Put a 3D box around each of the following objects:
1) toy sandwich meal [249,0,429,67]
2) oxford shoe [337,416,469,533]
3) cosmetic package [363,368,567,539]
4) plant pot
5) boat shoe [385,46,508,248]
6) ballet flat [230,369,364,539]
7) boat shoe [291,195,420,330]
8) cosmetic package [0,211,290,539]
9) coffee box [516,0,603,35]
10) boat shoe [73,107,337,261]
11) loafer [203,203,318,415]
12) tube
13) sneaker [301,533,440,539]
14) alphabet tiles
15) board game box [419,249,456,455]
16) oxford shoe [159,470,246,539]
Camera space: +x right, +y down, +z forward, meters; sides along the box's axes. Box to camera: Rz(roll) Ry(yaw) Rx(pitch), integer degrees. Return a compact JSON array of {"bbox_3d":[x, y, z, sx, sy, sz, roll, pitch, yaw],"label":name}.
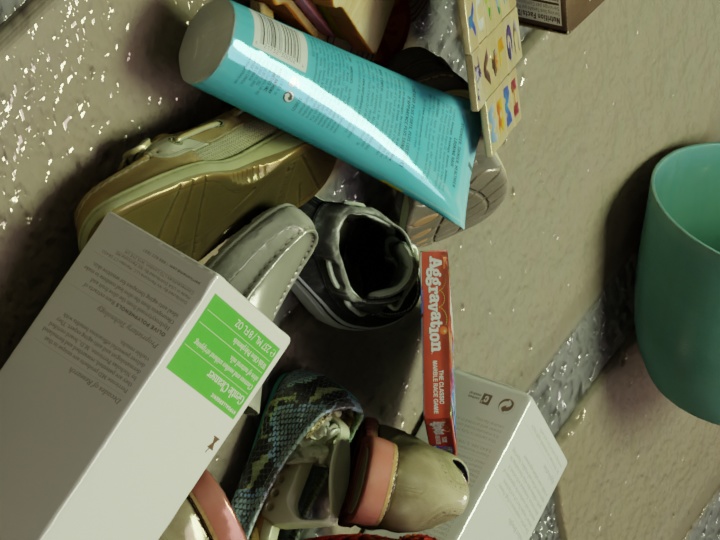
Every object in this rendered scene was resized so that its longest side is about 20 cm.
[{"bbox_3d":[0.005,-0.184,1.630,0.205,0.070,0.206,-34,131,-51],"label":"toy sandwich meal"},{"bbox_3d":[0.028,0.137,1.760,0.200,0.075,0.071,-121,-135,-86],"label":"oxford shoe"},{"bbox_3d":[0.059,0.181,1.907,0.200,0.074,0.102,-59,147,-20],"label":"cosmetic package"},{"bbox_3d":[0.296,0.022,2.117,0.201,0.200,0.161,-31,143,-50],"label":"plant pot"},{"bbox_3d":[0.047,-0.079,1.744,0.074,0.073,0.200,-20,158,-9],"label":"boat shoe"},{"bbox_3d":[-0.051,0.159,1.713,0.074,0.074,0.200,28,80,-60],"label":"ballet flat"},{"bbox_3d":[0.000,0.000,1.716,0.200,0.071,0.072,25,82,-63],"label":"boat shoe"},{"bbox_3d":[-0.139,0.084,1.476,0.200,0.085,0.108,-58,151,-6],"label":"cosmetic package"},{"bbox_3d":[0.121,-0.268,1.780,0.114,0.080,0.200,-44,139,-42],"label":"coffee box"},{"bbox_3d":[-0.094,-0.053,1.560,0.201,0.063,0.073,-27,148,-44],"label":"boat shoe"},{"bbox_3d":[-0.080,0.055,1.572,0.200,0.070,0.070,-57,158,-1],"label":"loafer"},{"bbox_3d":[-0.008,-0.093,1.574,0.200,0.050,0.078,24,72,-34],"label":"tube"},{"bbox_3d":[0.012,0.202,1.729,0.073,0.200,0.077,-7,88,-15],"label":"sneaker"},{"bbox_3d":[0.076,-0.160,1.665,0.200,0.006,0.167,-52,135,-73],"label":"alphabet tiles"},{"bbox_3d":[0.050,0.057,1.770,0.200,0.019,0.103,75,12,-79],"label":"board game box"},{"bbox_3d":[-0.090,0.212,1.636,0.075,0.070,0.200,-28,105,-20],"label":"oxford shoe"}]
